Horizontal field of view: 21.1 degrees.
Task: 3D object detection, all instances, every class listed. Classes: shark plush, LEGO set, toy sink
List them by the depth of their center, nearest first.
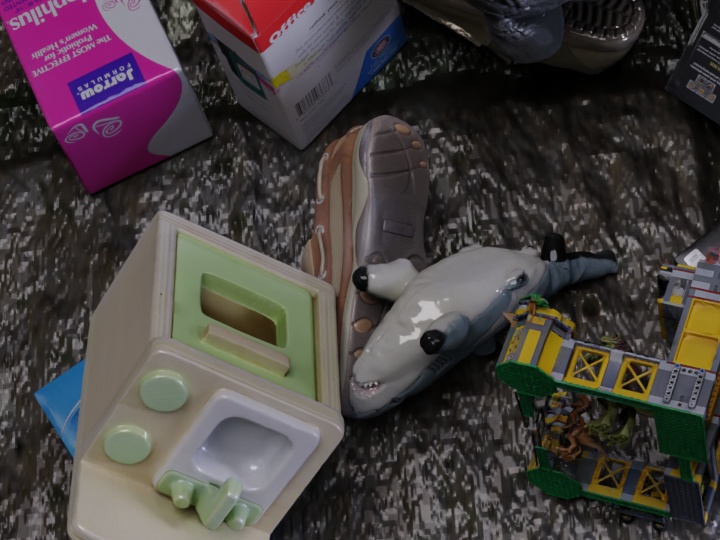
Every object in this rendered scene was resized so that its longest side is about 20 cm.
[{"bbox_3d":[0.166,0.058,1.152,0.153,0.200,0.116,8,59,27],"label":"LEGO set"},{"bbox_3d":[-0.089,0.079,1.158,0.130,0.112,0.201,24,33,-19],"label":"toy sink"},{"bbox_3d":[0.073,0.023,1.238,0.200,0.084,0.091,-32,45,-33],"label":"shark plush"}]

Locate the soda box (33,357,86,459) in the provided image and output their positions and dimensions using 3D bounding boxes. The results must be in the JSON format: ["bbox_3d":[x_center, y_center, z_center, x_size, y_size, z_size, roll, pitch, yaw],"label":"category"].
[{"bbox_3d":[-0.126,0.146,1.226,0.064,0.068,0.200,-35,65,-6],"label":"soda box"}]

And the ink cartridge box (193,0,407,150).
[{"bbox_3d":[-0.042,-0.180,1.284,0.067,0.200,0.116,38,77,23],"label":"ink cartridge box"}]

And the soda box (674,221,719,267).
[{"bbox_3d":[0.281,0.055,1.192,0.063,0.071,0.200,-37,66,-7],"label":"soda box"}]

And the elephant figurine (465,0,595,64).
[{"bbox_3d":[0.112,-0.202,1.229,0.155,0.142,0.200,22,55,30],"label":"elephant figurine"}]

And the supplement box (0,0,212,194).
[{"bbox_3d":[-0.194,-0.172,1.364,0.101,0.103,0.201,-26,66,-3],"label":"supplement box"}]

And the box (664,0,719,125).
[{"bbox_3d":[0.316,-0.136,1.236,0.200,0.043,0.161,35,117,23],"label":"box"}]

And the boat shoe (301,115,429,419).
[{"bbox_3d":[0.000,0.000,1.276,0.072,0.075,0.201,-7,70,44],"label":"boat shoe"}]

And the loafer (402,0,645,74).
[{"bbox_3d":[0.097,-0.182,1.330,0.199,0.068,0.076,24,60,16],"label":"loafer"}]
